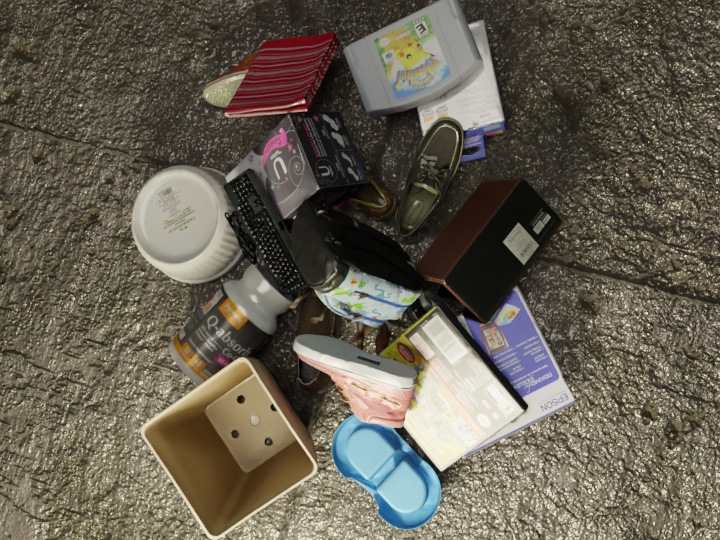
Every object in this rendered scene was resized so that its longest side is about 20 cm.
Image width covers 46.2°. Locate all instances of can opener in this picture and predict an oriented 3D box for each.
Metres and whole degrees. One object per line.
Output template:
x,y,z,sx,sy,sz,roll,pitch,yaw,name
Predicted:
0.144,0.120,1.286,0.063,0.079,0.201,-36,85,-1,can opener

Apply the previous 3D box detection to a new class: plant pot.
-0.185,0.254,1.318,0.199,0.177,0.201,-34,91,7,plant pot

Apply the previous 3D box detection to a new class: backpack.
0.000,0.000,1.258,0.155,0.198,0.164,-63,36,28,backpack

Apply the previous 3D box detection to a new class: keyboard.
-0.157,-0.048,1.308,0.104,0.039,0.202,-27,93,43,keyboard

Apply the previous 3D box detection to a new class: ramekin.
-0.291,-0.082,1.423,0.197,0.105,0.203,-1,84,13,ramekin

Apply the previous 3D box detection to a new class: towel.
-0.121,-0.309,1.325,0.143,0.023,0.201,-2,44,20,towel

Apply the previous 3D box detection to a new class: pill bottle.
-0.208,0.090,1.381,0.200,0.116,0.116,-46,77,5,pill bottle

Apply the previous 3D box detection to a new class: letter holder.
0.189,-0.034,1.311,0.100,0.142,0.201,42,80,-18,letter holder

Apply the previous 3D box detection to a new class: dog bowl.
0.043,0.313,1.336,0.200,0.050,0.112,44,95,12,dog bowl

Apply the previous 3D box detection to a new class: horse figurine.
-0.019,0.062,1.350,0.200,0.050,0.133,44,56,-6,horse figurine

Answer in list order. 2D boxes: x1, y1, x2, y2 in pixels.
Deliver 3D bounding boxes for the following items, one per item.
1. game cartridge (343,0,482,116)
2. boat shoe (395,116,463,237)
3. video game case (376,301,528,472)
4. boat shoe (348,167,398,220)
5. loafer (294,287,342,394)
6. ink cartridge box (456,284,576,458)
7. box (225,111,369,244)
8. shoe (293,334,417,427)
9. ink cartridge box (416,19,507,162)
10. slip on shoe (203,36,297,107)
0.083,-0.329,1.324,0.198,0.040,0.135,-23,83,12,game cartridge
0.108,-0.139,1.322,0.071,0.066,0.203,22,117,-4,boat shoe
0.121,0.177,1.269,0.181,0.025,0.201,-43,85,29,video game case
-0.025,-0.156,1.388,0.198,0.068,0.073,30,92,14,boat shoe
-0.070,0.099,1.371,0.072,0.071,0.203,-2,84,12,loafer
0.203,0.156,1.320,0.196,0.047,0.202,-27,81,7,ink cartridge box
-0.106,-0.145,1.336,0.199,0.114,0.134,-33,76,43,box
-0.016,0.168,1.273,0.197,0.071,0.092,17,109,13,shoe
0.156,-0.278,1.356,0.135,0.076,0.203,-12,81,13,ink cartridge box
-0.179,-0.339,1.448,0.198,0.074,0.062,-24,57,10,slip on shoe
